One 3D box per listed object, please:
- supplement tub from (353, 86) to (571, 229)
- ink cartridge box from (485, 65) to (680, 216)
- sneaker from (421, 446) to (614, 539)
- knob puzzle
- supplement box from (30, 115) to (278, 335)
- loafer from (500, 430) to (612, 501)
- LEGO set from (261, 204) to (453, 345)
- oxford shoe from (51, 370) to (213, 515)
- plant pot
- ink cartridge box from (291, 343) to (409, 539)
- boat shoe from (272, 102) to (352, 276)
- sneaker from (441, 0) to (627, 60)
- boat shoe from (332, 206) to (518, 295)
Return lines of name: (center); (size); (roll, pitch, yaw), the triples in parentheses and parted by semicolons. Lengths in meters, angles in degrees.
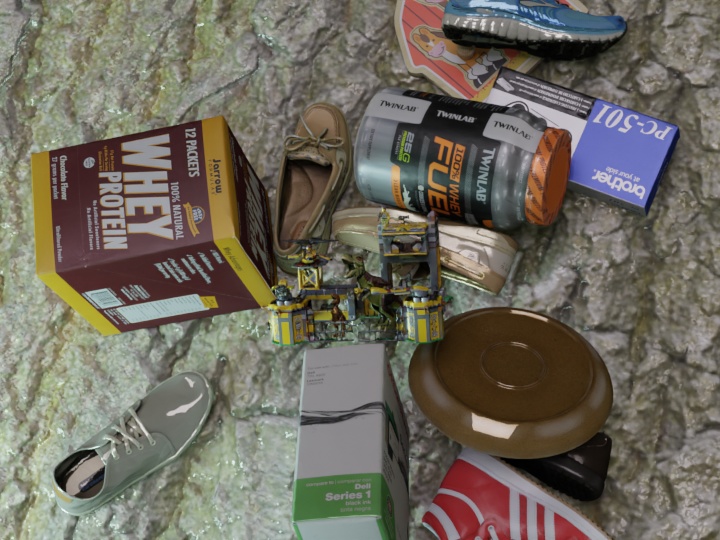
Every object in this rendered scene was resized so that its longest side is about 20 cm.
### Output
supplement tub: (0.104, -0.111, 1.363); (0.199, 0.123, 0.123); (12, 72, 22)
ink cartridge box: (0.222, -0.137, 1.415); (0.200, 0.044, 0.094); (23, 85, 18)
sneaker: (0.151, 0.259, 1.272); (0.200, 0.071, 0.113); (31, 74, 28)
knob puzzle: (0.123, -0.291, 1.507); (0.219, 0.030, 0.220); (-4, 69, 10)
supplement box: (-0.205, -0.040, 1.386); (0.199, 0.197, 0.133); (-11, 68, 6)
loafer: (0.157, 0.151, 1.319); (0.200, 0.073, 0.071); (29, 65, 17)
LEGO set: (0.000, 0.000, 1.308); (0.199, 0.154, 0.116); (0, 102, 19)
oxford shoe: (-0.234, 0.176, 1.387); (0.200, 0.058, 0.075); (-39, 65, -7)
plant pot: (0.146, 0.098, 1.303); (0.199, 0.028, 0.200); (2, 40, -1)
ink cartridge box: (-0.005, 0.188, 1.255); (0.084, 0.146, 0.200); (-6, 46, 9)
boat shoe: (-0.053, -0.096, 1.450); (0.073, 0.063, 0.201); (3, 70, 12)
sneaker: (0.189, -0.280, 1.437); (0.199, 0.078, 0.090); (8, 84, -7)
boat shoe: (0.059, -0.018, 1.393); (0.199, 0.074, 0.069); (10, 77, 19)
